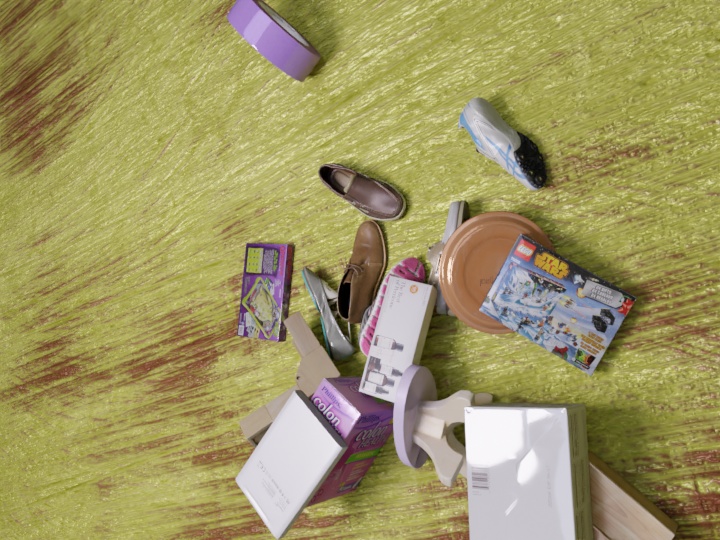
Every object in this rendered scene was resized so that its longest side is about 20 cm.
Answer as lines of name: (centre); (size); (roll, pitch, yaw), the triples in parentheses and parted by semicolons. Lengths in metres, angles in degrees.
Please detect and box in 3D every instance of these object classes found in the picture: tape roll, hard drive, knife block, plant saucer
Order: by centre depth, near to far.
knife block: (0.352, 0.311, 0.936); (0.197, 0.064, 0.180); (-13, 78, 30)
plant saucer: (0.226, 0.005, 1.030); (0.196, 0.032, 0.205); (1, 94, 11)
hard drive: (-0.118, 0.322, 1.042); (0.132, 0.027, 0.202); (42, 106, 30)
tape roll: (-0.176, -0.482, 1.289); (0.066, 0.199, 0.201); (-47, 63, 16)

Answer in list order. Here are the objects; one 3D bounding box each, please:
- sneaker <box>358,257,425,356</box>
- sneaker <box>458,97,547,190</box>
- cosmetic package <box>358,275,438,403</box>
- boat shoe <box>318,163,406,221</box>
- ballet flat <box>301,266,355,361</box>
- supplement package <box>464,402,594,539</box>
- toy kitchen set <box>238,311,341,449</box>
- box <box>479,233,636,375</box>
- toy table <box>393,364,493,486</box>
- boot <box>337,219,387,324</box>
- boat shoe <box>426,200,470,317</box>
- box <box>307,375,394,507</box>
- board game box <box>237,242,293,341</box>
sneaker: (0.049, 0.066, 1.150); (0.073, 0.087, 0.203); (29, 78, -11)
sneaker: (0.245, -0.210, 1.078); (0.201, 0.071, 0.073); (54, 145, 19)
cosmetic package: (0.065, 0.118, 1.059); (0.081, 0.051, 0.204); (12, 82, 20)
boat shoe: (-0.005, -0.153, 1.212); (0.200, 0.074, 0.076); (27, 98, 31)
ballet flat: (-0.059, 0.078, 1.234); (0.063, 0.068, 0.203); (-20, 72, -1)
supplement package: (0.243, 0.298, 0.905); (0.153, 0.110, 0.205); (-6, 80, 33)
toy kitchen set: (-0.138, 0.236, 1.213); (0.198, 0.164, 0.181); (-32, 51, -9)
box: (0.304, 0.051, 0.978); (0.198, 0.040, 0.139); (30, 100, 10)
toy table: (0.133, 0.256, 1.023); (0.115, 0.202, 0.185); (12, 51, 29)
boot: (0.000, 0.000, 1.191); (0.072, 0.075, 0.205); (5, 85, 33)
boat shoe: (0.150, -0.024, 1.100); (0.067, 0.074, 0.205); (7, 88, 26)
box: (-0.036, 0.298, 1.114); (0.096, 0.175, 0.202); (37, 102, 30)
board game box: (-0.204, 0.044, 1.339); (0.118, 0.032, 0.205); (3, 86, 36)
